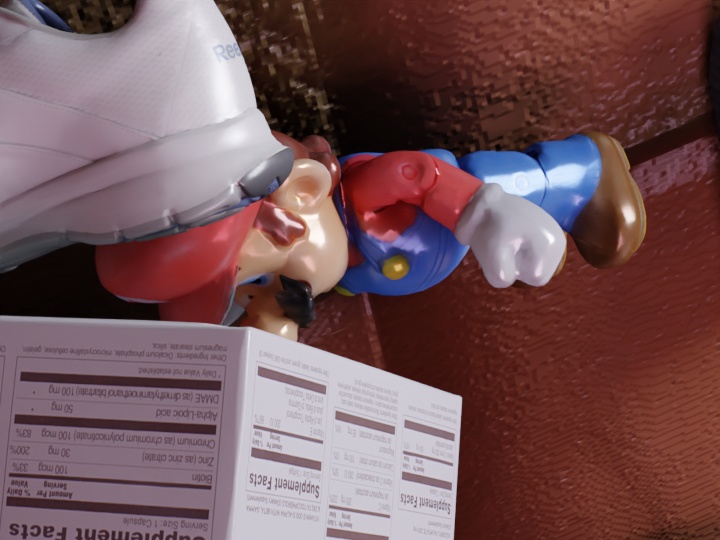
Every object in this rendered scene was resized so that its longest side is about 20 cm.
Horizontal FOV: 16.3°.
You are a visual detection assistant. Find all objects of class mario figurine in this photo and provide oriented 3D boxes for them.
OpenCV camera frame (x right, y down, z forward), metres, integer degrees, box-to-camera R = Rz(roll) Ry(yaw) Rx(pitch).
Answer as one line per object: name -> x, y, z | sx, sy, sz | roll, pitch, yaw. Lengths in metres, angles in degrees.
mario figurine -> 0.000, 0.000, 0.891 | 0.199, 0.106, 0.124 | -3, 137, -30

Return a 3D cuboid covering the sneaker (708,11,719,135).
sneaker -> 0.188, -0.060, 0.979 | 0.082, 0.070, 0.200 | -39, 146, -17

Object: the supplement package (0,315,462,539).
supplement package -> -0.072, 0.082, 0.834 | 0.155, 0.111, 0.200 | 1, 171, 21

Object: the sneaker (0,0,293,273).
sneaker -> -0.122, -0.039, 0.806 | 0.199, 0.087, 0.075 | -16, -178, 11
